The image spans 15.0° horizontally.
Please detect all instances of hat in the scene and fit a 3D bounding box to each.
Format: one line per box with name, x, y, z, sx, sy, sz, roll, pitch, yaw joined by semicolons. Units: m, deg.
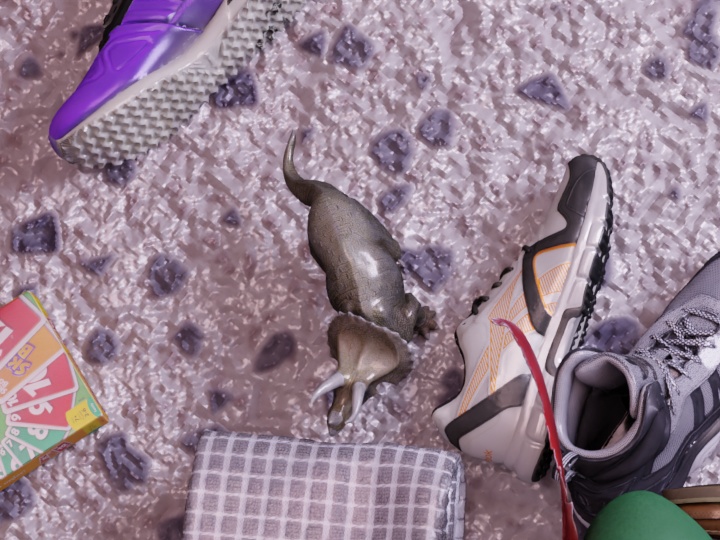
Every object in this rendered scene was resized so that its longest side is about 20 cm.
hat;0.143;0.144;1.554;0.165;0.200;0.177;-8;59;-27

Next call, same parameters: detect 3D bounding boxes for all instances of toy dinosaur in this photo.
toy dinosaur;0.000;0.000;1.641;0.076;0.102;0.201;-11;75;4

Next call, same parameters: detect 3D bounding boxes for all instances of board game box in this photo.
board game box;-0.263;0.106;1.687;0.199;0.030;0.096;-33;73;0

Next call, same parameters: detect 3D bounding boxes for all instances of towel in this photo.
towel;-0.026;0.198;1.601;0.164;0.086;0.201;3;76;9

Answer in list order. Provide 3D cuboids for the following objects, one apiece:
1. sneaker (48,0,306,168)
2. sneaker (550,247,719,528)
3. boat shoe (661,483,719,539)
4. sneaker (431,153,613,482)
sneaker;-0.129;-0.153;1.720;0.200;0.070;0.100;-41;67;-8
sneaker;0.178;0.056;1.591;0.075;0.114;0.201;28;82;31
boat shoe;0.271;0.158;1.572;0.198;0.072;0.069;4;88;0
sneaker;0.099;0.021;1.638;0.080;0.074;0.201;16;77;13
